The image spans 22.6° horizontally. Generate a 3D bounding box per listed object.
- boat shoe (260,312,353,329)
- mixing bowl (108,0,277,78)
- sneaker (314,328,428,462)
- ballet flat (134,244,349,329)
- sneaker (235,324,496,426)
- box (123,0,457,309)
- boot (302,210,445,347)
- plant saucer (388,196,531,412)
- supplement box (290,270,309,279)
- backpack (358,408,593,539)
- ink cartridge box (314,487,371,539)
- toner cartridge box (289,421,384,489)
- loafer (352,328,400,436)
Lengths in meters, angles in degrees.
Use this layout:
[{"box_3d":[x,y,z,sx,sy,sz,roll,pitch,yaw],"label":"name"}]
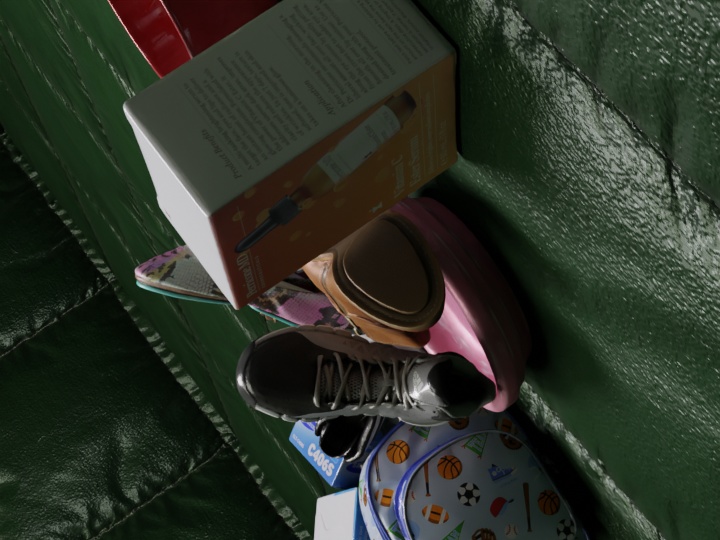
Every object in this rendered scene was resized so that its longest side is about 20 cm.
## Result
[{"box_3d":[-0.078,0.017,1.823,0.199,0.068,0.072,27,-167,-21],"label":"boat shoe"},{"box_3d":[-0.136,-0.238,1.450,0.200,0.108,0.200,51,167,17],"label":"mixing bowl"},{"box_3d":[-0.016,0.116,1.630,0.076,0.116,0.200,41,159,-6],"label":"sneaker"},{"box_3d":[-0.098,0.004,1.598,0.199,0.072,0.069,16,-167,-14],"label":"ballet flat"},{"box_3d":[0.014,0.079,1.363,0.115,0.199,0.076,-10,77,63],"label":"sneaker"},{"box_3d":[-0.042,-0.094,1.238,0.106,0.200,0.152,51,168,22],"label":"box"},{"box_3d":[0.017,0.021,1.386,0.200,0.077,0.156,31,161,41],"label":"boot"},{"box_3d":[0.073,0.018,1.444,0.201,0.051,0.201,53,169,16],"label":"plant saucer"},{"box_3d":[-0.096,-0.046,1.725,0.108,0.061,0.200,28,-166,-24],"label":"supplement box"},{"box_3d":[0.089,0.210,1.581,0.191,0.199,0.154,57,162,16],"label":"backpack"},{"box_3d":[0.067,0.253,1.708,0.116,0.199,0.068,149,127,-66],"label":"ink cartridge box"},{"box_3d":[0.038,0.183,1.755,0.199,0.043,0.095,14,-165,-36],"label":"toner cartridge box"},{"box_3d":[0.047,0.116,1.753,0.063,0.072,0.200,16,-156,-30],"label":"loafer"}]
